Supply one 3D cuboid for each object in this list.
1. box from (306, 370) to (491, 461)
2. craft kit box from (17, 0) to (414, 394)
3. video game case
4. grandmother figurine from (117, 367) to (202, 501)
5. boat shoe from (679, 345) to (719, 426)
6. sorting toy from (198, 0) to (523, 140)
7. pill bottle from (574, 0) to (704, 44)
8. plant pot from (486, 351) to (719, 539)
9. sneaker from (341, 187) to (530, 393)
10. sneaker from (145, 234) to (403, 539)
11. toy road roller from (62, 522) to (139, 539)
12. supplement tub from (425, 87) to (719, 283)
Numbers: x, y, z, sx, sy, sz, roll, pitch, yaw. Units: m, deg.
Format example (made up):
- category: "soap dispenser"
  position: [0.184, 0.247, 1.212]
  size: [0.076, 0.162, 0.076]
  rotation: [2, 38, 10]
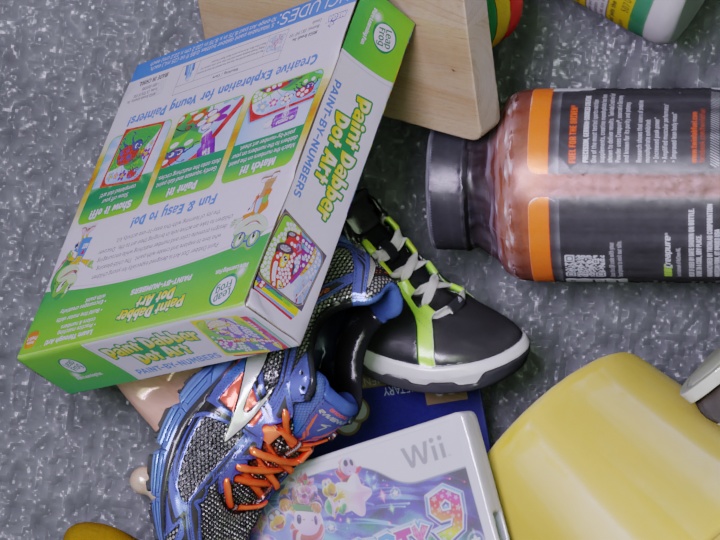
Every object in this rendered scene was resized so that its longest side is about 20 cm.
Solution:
- category: "box"
  position: [0.021, 0.150, 1.302]
  size: [0.121, 0.032, 0.201]
  rotation: [-7, 85, -24]
- category: "craft kit box"
  position: [-0.078, -0.040, 1.258]
  size: [0.048, 0.200, 0.198]
  rotation: [39, 58, -29]
- category: "video game case"
  position: [0.021, 0.187, 1.228]
  size: [0.143, 0.018, 0.201]
  rotation: [-20, 79, 28]
- category: "grandmother figurine"
  position: [-0.070, 0.095, 1.336]
  size: [0.121, 0.061, 0.200]
  rotation: [-38, 84, 23]
- category: "boat shoe"
  position: [0.235, 0.040, 1.239]
  size: [0.072, 0.201, 0.061]
  rotation: [-37, 85, 41]
- category: "sorting toy"
  position: [-0.003, -0.191, 1.282]
  size: [0.200, 0.070, 0.199]
  rotation: [19, 130, 37]
- category: "pill bottle"
  position: [0.107, -0.216, 1.308]
  size: [0.200, 0.113, 0.113]
  rotation: [30, 89, 10]
- category: "plant pot"
  position: [0.159, 0.152, 1.238]
  size: [0.201, 0.201, 0.189]
  rotation: [-45, 66, 2]
- category: "sneaker"
  position: [0.000, 0.000, 1.301]
  size: [0.200, 0.072, 0.083]
  rotation: [21, 121, 17]
- category: "sneaker"
  position: [-0.044, 0.070, 1.227]
  size: [0.078, 0.075, 0.200]
  rotation: [20, 83, 35]
- category: "toy road roller"
  position: [-0.105, 0.212, 1.231]
  size: [0.200, 0.123, 0.146]
  rotation: [2, 68, 32]
- category: "supplement tub"
  position: [0.137, -0.046, 1.292]
  size: [0.199, 0.107, 0.107]
  rotation: [1, 85, 8]
